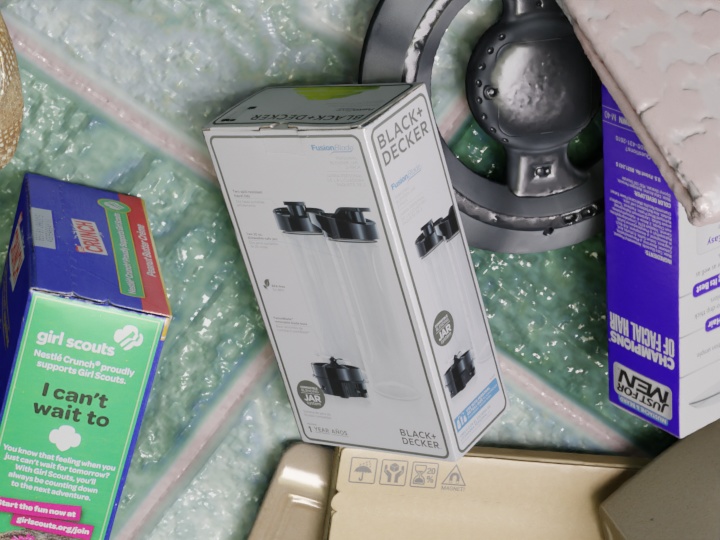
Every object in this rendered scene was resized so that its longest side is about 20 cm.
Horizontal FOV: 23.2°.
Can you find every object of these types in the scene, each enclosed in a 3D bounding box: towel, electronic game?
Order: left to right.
[{"bbox_3d":[0.096,-0.105,0.965,0.200,0.042,0.200,-4,110,-12],"label":"electronic game"},{"bbox_3d":[0.208,-0.132,0.889,0.200,0.191,0.032,-23,155,-13],"label":"towel"}]

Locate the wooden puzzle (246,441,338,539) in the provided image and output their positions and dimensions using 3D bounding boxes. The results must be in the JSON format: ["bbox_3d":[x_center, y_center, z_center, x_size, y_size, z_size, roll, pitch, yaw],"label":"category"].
[{"bbox_3d":[0.003,0.217,1.091,0.185,0.037,0.200,19,103,-14],"label":"wooden puzzle"}]

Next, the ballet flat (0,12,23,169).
[{"bbox_3d":[-0.220,-0.136,0.907,0.070,0.065,0.200,-11,113,-2],"label":"ballet flat"}]

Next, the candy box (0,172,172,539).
[{"bbox_3d":[-0.165,0.071,0.939,0.077,0.169,0.200,10,111,-15],"label":"candy box"}]

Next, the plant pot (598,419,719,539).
[{"bbox_3d":[0.250,0.190,1.004,0.177,0.200,0.200,-18,113,-6],"label":"plant pot"}]

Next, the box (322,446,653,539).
[{"bbox_3d":[0.073,0.187,1.059,0.200,0.021,0.164,5,103,-11],"label":"box"}]

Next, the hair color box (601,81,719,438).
[{"bbox_3d":[0.193,-0.021,0.970,0.109,0.065,0.200,-22,119,-31],"label":"hair color box"}]

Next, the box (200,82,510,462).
[{"bbox_3d":[0.000,0.000,0.956,0.117,0.060,0.200,2,119,40],"label":"box"}]
